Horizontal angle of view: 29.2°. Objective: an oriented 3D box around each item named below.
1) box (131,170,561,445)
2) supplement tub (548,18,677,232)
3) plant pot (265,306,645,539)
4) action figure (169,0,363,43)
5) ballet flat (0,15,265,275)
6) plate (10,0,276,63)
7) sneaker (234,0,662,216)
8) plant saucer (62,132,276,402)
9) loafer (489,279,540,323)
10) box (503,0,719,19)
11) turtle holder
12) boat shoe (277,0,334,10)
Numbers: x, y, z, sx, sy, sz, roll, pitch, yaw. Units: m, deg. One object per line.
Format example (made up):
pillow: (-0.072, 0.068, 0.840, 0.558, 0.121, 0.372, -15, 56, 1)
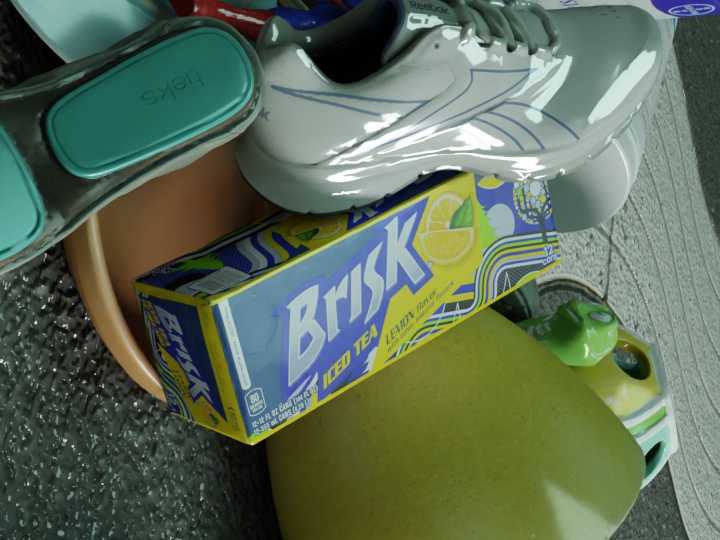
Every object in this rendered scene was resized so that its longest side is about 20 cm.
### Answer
box: (0.000, 0.000, 0.629, 0.200, 0.064, 0.070, -28, 114, -34)
supplement tub: (0.156, -0.141, 1.020, 0.132, 0.131, 0.201, 63, 38, -39)
plant pot: (0.028, 0.087, 0.729, 0.142, 0.200, 0.200, 58, 35, -11)
action figure: (0.000, -0.135, 0.640, 0.199, 0.065, 0.099, 15, 46, -43)
ballet flat: (-0.127, -0.039, 0.524, 0.199, 0.064, 0.068, -27, 94, -26)
plate: (-0.095, -0.167, 0.603, 0.200, 0.025, 0.201, 29, 53, -47)
sneaker: (0.044, -0.084, 0.592, 0.087, 0.199, 0.075, 92, -24, -49)
plant saucer: (-0.081, -0.034, 0.661, 0.200, 0.037, 0.201, 10, 79, -63)
loafer: (0.076, -0.029, 0.926, 0.200, 0.070, 0.070, 52, 50, -49)
box: (0.116, -0.222, 0.873, 0.184, 0.199, 0.106, 9, 82, -62)
turtle holder: (0.139, 0.082, 0.928, 0.141, 0.131, 0.186, -86, 164, -63)
boat shoe: (0.023, -0.135, 0.732, 0.200, 0.072, 0.072, 47, 29, 7)
